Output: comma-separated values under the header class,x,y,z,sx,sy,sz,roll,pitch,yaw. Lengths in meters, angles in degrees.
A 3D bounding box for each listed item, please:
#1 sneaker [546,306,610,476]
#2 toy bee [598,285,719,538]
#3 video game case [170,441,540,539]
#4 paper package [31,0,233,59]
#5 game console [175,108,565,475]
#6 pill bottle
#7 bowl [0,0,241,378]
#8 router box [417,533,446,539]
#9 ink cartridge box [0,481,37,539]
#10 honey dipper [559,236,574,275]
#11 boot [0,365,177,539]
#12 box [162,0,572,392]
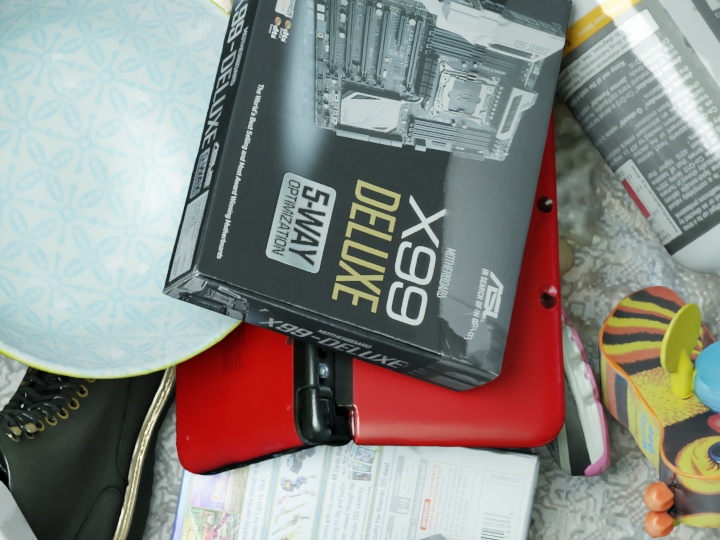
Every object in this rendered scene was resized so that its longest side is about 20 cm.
class,x,y,z,sx,sy,sz,roll,pitch,yaw
sneaker,0.057,0.027,1.310,0.087,0.074,0.200,-30,83,-1
toy bee,0.167,0.079,1.245,0.109,0.200,0.131,-24,110,-23
video game case,-0.013,0.178,1.314,0.181,0.045,0.200,10,87,-1
paper package,-0.164,-0.194,1.308,0.200,0.103,0.191,-8,87,-1
game console,0.000,0.000,1.278,0.119,0.172,0.200,13,69,-38
pill bottle,0.183,-0.071,1.291,0.116,0.116,0.200,-34,87,-1
bowl,-0.140,-0.045,1.230,0.200,0.108,0.200,2,86,-23
router box,0.047,0.220,1.189,0.049,0.200,0.180,-17,87,-2
ink cartridge box,-0.213,0.222,1.194,0.200,0.045,0.176,-30,95,9
honey dipper,0.062,-0.087,1.334,0.038,0.038,0.200,-29,89,-1
boot,-0.151,0.057,1.268,0.077,0.138,0.200,0,85,23
box,0.006,-0.060,1.199,0.158,0.050,0.200,20,70,-19
